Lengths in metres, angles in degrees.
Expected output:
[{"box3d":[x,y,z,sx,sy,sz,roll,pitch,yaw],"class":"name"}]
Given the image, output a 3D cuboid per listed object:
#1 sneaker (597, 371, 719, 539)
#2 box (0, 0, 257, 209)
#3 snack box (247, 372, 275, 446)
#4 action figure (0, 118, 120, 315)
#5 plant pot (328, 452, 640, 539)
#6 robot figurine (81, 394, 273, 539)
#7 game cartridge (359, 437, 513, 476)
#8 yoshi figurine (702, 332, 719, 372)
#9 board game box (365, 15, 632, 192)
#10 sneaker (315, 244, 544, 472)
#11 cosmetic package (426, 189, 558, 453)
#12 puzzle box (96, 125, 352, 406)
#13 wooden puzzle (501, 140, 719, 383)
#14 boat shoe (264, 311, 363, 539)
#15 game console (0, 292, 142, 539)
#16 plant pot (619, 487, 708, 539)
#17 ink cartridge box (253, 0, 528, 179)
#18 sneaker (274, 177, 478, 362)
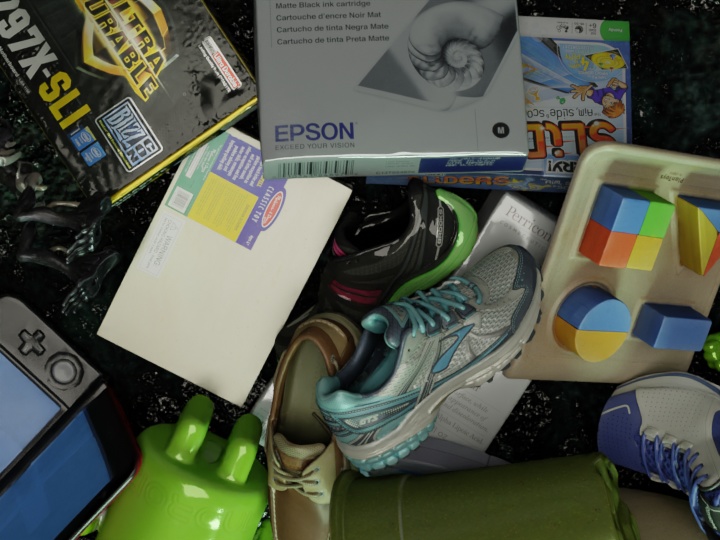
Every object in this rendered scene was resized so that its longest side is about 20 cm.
[{"box3d":[0.257,0.143,1.132,0.199,0.115,0.081,6,122,35],"class":"sneaker"},{"box3d":[-0.187,-0.171,1.168,0.159,0.049,0.200,-33,90,7],"class":"box"},{"box3d":[0.004,0.153,1.245,0.200,0.024,0.072,33,97,-5],"class":"snack box"},{"box3d":[-0.279,-0.054,1.145,0.200,0.102,0.119,31,136,19],"class":"action figure"},{"box3d":[0.102,0.214,1.080,0.189,0.200,0.201,-17,99,13],"class":"plant pot"},{"box3d":[-0.143,0.202,1.202,0.175,0.116,0.201,21,103,-6],"class":"robot figurine"},{"box3d":[0.039,0.190,1.203,0.199,0.041,0.134,8,120,12],"class":"game cartridge"},{"box3d":[0.328,0.061,1.190,0.111,0.112,0.201,4,106,-5],"class":"yoshi figurine"},{"box3d":[0.106,-0.128,1.167,0.199,0.034,0.136,2,70,-1],"class":"board game box"},{"box3d":[0.050,0.049,1.088,0.200,0.078,0.086,-47,126,-12],"class":"sneaker"},{"box3d":[0.099,0.042,1.205,0.101,0.074,0.201,30,99,-6],"class":"cosmetic package"},{"box3d":[-0.107,-0.008,1.218,0.133,0.025,0.201,28,98,-4],"class":"puzzle box"},{"box3d":[0.215,0.006,1.154,0.185,0.046,0.201,5,115,-35],"class":"wooden puzzle"},{"box3d":[-0.042,0.132,1.138,0.075,0.074,0.201,6,97,20],"class":"boat shoe"},{"box3d":[-0.288,0.148,1.194,0.172,0.119,0.200,44,96,-7],"class":"game console"},{"box3d":[0.213,0.249,1.190,0.134,0.200,0.200,44,96,12],"class":"plant pot"},{"box3d":[0.020,-0.168,1.135,0.198,0.041,0.201,-3,70,-4],"class":"ink cartridge box"},{"box3d":[0.000,0.000,1.178,0.084,0.077,0.200,39,112,-21],"class":"sneaker"}]
